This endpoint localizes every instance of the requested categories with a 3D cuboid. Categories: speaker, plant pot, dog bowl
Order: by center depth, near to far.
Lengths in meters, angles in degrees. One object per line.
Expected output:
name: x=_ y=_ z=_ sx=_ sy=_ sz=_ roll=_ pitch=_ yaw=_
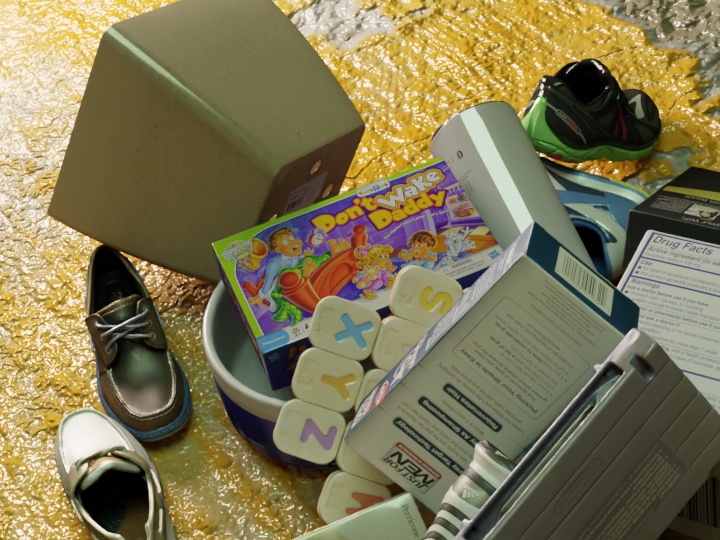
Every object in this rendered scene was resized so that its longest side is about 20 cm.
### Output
dog bowl: x=-0.021 y=0.058 z=1.440 sx=0.200 sy=0.079 sz=0.200 roll=-7 pitch=45 yaw=7
speaker: x=0.128 y=-0.034 z=1.457 sx=0.081 sy=0.081 sz=0.200 roll=-20 pitch=65 yaw=-9
plant pot: x=-0.117 y=-0.102 z=1.546 sx=0.177 sy=0.200 sz=0.200 roll=37 pitch=37 yaw=17

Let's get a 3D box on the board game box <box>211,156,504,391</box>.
board game box: x=0.000 y=0.000 z=1.405 sx=0.200 sy=0.045 sz=0.135 roll=-21 pitch=45 yaw=-8

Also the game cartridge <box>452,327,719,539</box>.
game cartridge: x=0.147 y=0.148 z=1.166 sx=0.200 sy=0.130 sz=0.038 roll=-49 pitch=43 yaw=-4

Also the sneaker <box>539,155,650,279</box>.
sneaker: x=0.151 y=-0.046 z=1.536 sx=0.200 sy=0.074 sz=0.082 roll=14 pitch=51 yaw=26

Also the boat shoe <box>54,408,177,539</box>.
boat shoe: x=-0.187 y=0.167 z=1.390 sx=0.075 sy=0.068 sz=0.200 roll=-26 pitch=45 yaw=-15

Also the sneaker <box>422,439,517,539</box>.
sneaker: x=0.098 y=0.200 z=1.235 sx=0.115 sy=0.200 sz=0.076 roll=-51 pitch=48 yaw=-3

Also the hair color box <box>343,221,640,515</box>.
hair color box: x=0.090 y=0.072 z=1.249 sx=0.100 sy=0.200 sz=0.061 roll=39 pitch=26 yaw=-7

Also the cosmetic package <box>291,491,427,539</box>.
cosmetic package: x=-0.039 y=0.241 z=1.255 sx=0.200 sy=0.073 sz=0.104 roll=-23 pitch=76 yaw=-10

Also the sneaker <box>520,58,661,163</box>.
sneaker: x=0.210 y=-0.142 z=1.576 sx=0.077 sy=0.084 sz=0.200 roll=23 pitch=20 yaw=29

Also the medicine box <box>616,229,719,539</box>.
medicine box: x=0.262 y=0.086 z=1.315 sx=0.182 sy=0.103 sz=0.200 roll=14 pitch=49 yaw=25

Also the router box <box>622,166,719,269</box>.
router box: x=0.330 y=-0.024 z=1.444 sx=0.200 sy=0.052 sz=0.157 roll=14 pitch=22 yaw=25

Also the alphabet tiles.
alphabet tiles: x=0.044 y=0.104 z=1.333 sx=0.195 sy=0.015 sz=0.200 roll=20 pitch=87 yaw=-9

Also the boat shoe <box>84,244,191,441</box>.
boat shoe: x=-0.196 y=0.057 z=1.501 sx=0.072 sy=0.072 sz=0.200 roll=-21 pitch=45 yaw=-10
